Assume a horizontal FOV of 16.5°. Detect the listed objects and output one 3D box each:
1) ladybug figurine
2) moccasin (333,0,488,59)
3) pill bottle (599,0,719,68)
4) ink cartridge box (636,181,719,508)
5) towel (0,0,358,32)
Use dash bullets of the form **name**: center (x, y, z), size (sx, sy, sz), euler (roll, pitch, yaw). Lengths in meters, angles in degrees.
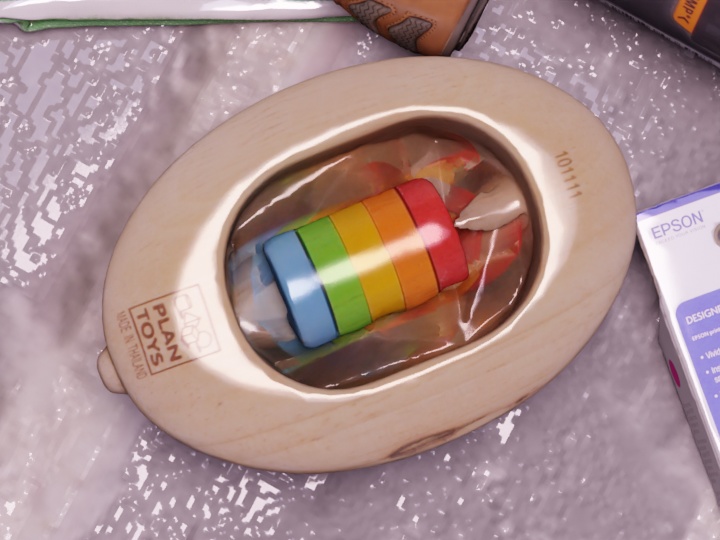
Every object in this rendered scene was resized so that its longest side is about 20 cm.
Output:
- **ladybug figurine**: center (0.000, 0.000, 0.886), size (0.199, 0.072, 0.137), euler (-18, 86, -7)
- **moccasin**: center (0.044, -0.174, 0.906), size (0.077, 0.074, 0.202), euler (28, 78, 0)
- **pill bottle**: center (0.177, -0.105, 0.883), size (0.199, 0.106, 0.107), euler (30, 82, 7)
- **ink cartridge box**: center (0.173, 0.060, 0.910), size (0.094, 0.037, 0.201), euler (-19, 88, -5)
- **towel**: center (-0.070, -0.190, 0.928), size (0.151, 0.023, 0.202), euler (-2, 84, -4)
